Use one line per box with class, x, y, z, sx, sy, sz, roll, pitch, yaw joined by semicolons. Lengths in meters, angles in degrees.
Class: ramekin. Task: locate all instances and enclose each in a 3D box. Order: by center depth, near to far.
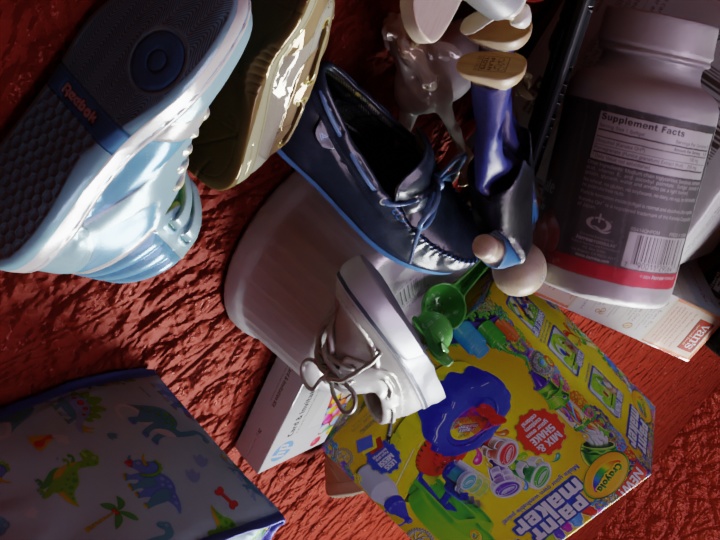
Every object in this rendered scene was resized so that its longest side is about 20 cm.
ramekin;0.000;0.000;0.893;0.200;0.098;0.201;-36;153;-21

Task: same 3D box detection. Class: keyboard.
keyboard;0.147;-0.166;0.796;0.201;0.020;0.128;102;2;-48

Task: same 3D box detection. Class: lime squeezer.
lime squeezer;0.070;0.033;0.846;0.070;0.038;0.200;-20;-162;30

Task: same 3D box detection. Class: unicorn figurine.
unicorn figurine;0.062;-0.132;0.809;0.200;0.073;0.139;-56;136;-54

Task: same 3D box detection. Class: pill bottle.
pill bottle;0.194;-0.083;0.828;0.110;0.110;0.202;-5;110;-55

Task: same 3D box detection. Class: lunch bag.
lunch bag;-0.181;0.169;0.768;0.199;0.170;0.128;-2;127;-57

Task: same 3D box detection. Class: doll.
doll;0.094;-0.059;0.755;0.137;0.048;0.201;-74;159;-44

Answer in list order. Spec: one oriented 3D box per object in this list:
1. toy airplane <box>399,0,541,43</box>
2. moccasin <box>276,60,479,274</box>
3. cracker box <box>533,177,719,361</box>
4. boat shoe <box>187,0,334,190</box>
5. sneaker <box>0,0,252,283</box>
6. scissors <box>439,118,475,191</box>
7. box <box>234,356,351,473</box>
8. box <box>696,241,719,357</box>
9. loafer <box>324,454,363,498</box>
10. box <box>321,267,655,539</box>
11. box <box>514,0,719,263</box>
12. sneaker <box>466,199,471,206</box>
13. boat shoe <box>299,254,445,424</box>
toy airplane;0.091;-0.237;0.638;0.199;0.140;0.202;-31;135;-52
moccasin;0.020;-0.060;0.752;0.199;0.081;0.068;33;143;-33
cracker box;0.204;-0.015;0.985;0.198;0.135;0.058;22;121;-19
boat shoe;-0.052;-0.141;0.651;0.066;0.074;0.201;-33;156;-50
sneaker;-0.113;-0.072;0.636;0.200;0.080;0.130;-43;154;13
scissors;0.067;-0.054;1.020;0.073;0.014;0.201;-26;151;-52
box;-0.012;0.095;1.077;0.199;0.041;0.157;-17;143;-46
box;0.351;-0.019;0.975;0.201;0.047;0.193;-63;-165;11
loafer;0.027;0.182;1.145;0.199;0.069;0.075;-22;179;42
box;0.111;0.133;0.973;0.200;0.193;0.122;-45;-177;25
box;0.253;-0.141;0.953;0.171;0.200;0.200;-11;137;-58
sneaker;0.123;-0.008;1.036;0.199;0.106;0.075;-37;166;-32
boat shoe;-0.001;0.062;0.797;0.086;0.075;0.202;-31;154;-2
